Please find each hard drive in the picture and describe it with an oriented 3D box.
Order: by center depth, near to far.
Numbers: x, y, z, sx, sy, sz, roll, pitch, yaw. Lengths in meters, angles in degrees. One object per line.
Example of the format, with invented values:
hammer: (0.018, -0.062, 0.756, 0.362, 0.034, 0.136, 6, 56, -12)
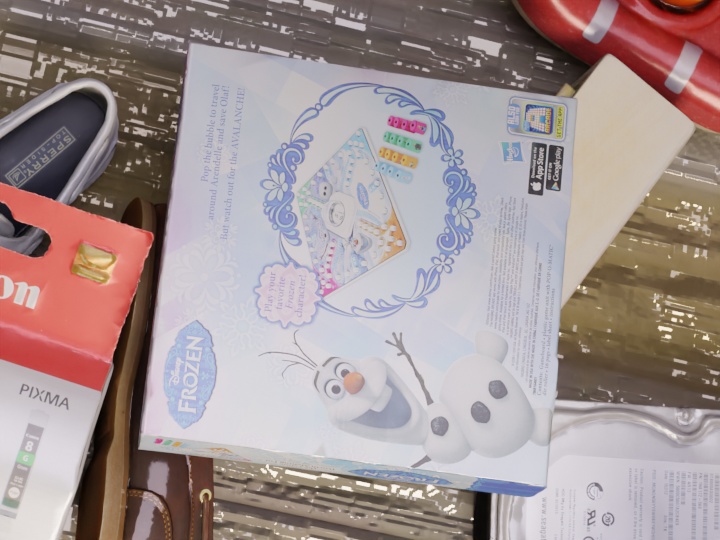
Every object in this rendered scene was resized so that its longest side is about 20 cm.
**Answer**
hard drive: (0.159, 0.141, 1.227, 0.199, 0.038, 0.140, 5, 79, -12)

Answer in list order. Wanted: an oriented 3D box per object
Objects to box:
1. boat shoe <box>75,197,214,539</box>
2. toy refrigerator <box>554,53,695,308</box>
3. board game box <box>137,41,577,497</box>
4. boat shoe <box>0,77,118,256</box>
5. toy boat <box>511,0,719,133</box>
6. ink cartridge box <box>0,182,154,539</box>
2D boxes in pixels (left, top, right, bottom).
boat shoe: (-0.100, 0.065, 1.171, 0.070, 0.070, 0.201, 9, 79, -18)
toy refrigerator: (0.085, -0.015, 1.221, 0.070, 0.076, 0.200, 39, 75, -2)
board game box: (0.000, 0.000, 1.141, 0.198, 0.043, 0.201, 8, 75, -8)
boat shoe: (-0.199, -0.026, 1.167, 0.074, 0.065, 0.200, 39, 74, -3)
toy boat: (0.174, -0.167, 1.239, 0.200, 0.131, 0.131, 28, 75, -7)
ink cartridge box: (-0.204, 0.055, 1.119, 0.160, 0.050, 0.201, 18, 105, -7)
